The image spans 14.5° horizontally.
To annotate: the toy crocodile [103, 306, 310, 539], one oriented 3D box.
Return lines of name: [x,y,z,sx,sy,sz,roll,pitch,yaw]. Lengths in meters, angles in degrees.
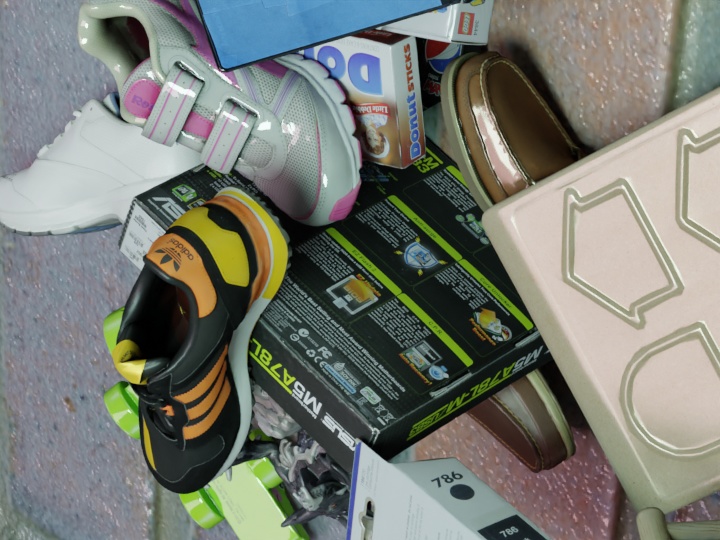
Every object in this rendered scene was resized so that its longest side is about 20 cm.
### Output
toy crocodile: [-0.102,0.106,1.851,0.067,0.062,0.200,-39,86,14]

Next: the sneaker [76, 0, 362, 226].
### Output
sneaker: [-0.083,-0.092,1.541,0.200,0.088,0.082,43,136,22]

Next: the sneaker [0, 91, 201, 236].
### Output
sneaker: [-0.163,-0.068,1.820,0.199,0.074,0.088,-8,94,41]

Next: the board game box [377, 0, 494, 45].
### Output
board game box: [0.025,-0.227,1.489,0.126,0.035,0.201,16,100,41]

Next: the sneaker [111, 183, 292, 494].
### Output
sneaker: [-0.101,0.047,1.490,0.070,0.090,0.201,39,134,25]

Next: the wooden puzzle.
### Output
wooden puzzle: [0.181,0.011,1.456,0.200,0.046,0.186,-27,92,35]

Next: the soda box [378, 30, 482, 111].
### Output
soda box: [-0.025,-0.137,1.619,0.199,0.071,0.064,12,121,43]

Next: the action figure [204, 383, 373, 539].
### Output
action figure: [-0.054,0.093,1.761,0.119,0.102,0.200,-41,79,38]

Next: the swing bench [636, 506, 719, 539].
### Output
swing bench: [0.243,0.223,1.386,0.200,0.198,0.130,-109,21,-51]

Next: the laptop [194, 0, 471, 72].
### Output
laptop: [0.000,-0.227,1.408,0.200,0.116,0.188,-36,67,46]

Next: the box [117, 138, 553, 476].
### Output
box: [0.000,0.000,1.578,0.200,0.193,0.048,42,134,20]

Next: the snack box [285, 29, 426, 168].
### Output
snack box: [-0.046,-0.110,1.580,0.199,0.024,0.072,16,121,41]

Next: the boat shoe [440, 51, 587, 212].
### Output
boat shoe: [0.116,-0.035,1.538,0.068,0.072,0.201,-17,108,45]

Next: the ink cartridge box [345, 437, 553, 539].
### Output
ink cartridge box: [0.067,0.169,1.448,0.200,0.039,0.100,39,136,38]

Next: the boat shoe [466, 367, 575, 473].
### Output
boat shoe: [0.042,0.049,1.643,0.200,0.067,0.072,46,161,20]
